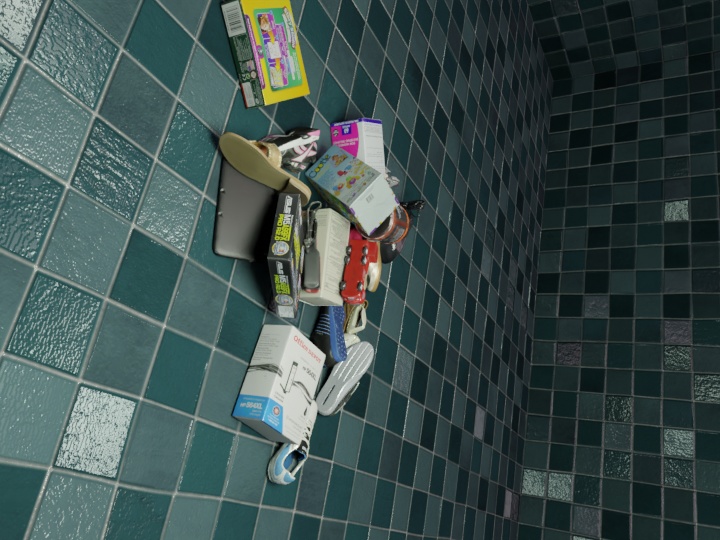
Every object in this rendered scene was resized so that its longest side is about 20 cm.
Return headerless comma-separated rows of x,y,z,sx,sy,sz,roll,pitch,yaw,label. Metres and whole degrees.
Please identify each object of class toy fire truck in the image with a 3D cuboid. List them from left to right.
0.000,0.000,1.445,0.142,0.048,0.204,69,25,-61,toy fire truck

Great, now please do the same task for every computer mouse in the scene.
0.094,-0.117,1.701,0.052,0.137,0.203,34,71,-32,computer mouse

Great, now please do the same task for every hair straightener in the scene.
-0.099,-0.059,1.302,0.077,0.040,0.205,90,4,-72,hair straightener

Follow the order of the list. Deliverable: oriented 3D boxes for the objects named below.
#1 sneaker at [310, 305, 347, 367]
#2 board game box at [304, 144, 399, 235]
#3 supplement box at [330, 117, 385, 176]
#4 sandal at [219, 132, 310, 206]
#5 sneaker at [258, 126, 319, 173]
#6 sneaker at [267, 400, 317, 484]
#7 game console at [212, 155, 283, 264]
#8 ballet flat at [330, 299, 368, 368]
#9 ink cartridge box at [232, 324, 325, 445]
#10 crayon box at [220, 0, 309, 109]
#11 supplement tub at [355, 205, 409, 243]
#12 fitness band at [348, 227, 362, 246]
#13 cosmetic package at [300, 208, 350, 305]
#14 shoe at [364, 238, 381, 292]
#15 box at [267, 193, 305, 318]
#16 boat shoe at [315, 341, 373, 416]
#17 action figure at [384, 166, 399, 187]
-0.081,0.133,1.425,0.070,0.077,0.203,48,28,-44,sneaker
-0.021,-0.186,1.383,0.105,0.200,0.103,-44,135,-5,board game box
-0.003,-0.273,1.537,0.103,0.099,0.205,-16,102,-58,supplement box
-0.179,-0.213,1.184,0.210,0.077,0.071,37,48,-26,sandal
-0.147,-0.251,1.315,0.199,0.079,0.088,-32,126,-50,sneaker
-0.132,0.369,1.312,0.073,0.071,0.202,61,38,-35,sneaker
-0.217,-0.112,1.240,0.176,0.113,0.205,86,8,-81,game console
-0.025,0.149,1.505,0.068,0.071,0.203,56,43,-41,ballet flat
-0.162,0.233,1.252,0.146,0.083,0.204,49,48,-47,ink cartridge box
-0.192,-0.454,1.261,0.172,0.057,0.205,-39,122,-55,crayon box
0.061,-0.122,1.510,0.199,0.104,0.110,5,84,-71,supplement tub
-0.028,-0.017,1.512,0.202,0.037,0.146,-72,153,-49,fitness band
-0.089,-0.028,1.387,0.103,0.085,0.205,30,62,-58,cosmetic package
0.026,-0.045,1.632,0.070,0.052,0.205,163,-68,-77,shoe
-0.145,-0.026,1.216,0.202,0.043,0.163,92,2,-53,box
-0.037,0.260,1.457,0.201,0.072,0.071,-51,157,-10,boat shoe
0.058,-0.235,1.645,0.131,0.068,0.203,-123,-164,-49,action figure
